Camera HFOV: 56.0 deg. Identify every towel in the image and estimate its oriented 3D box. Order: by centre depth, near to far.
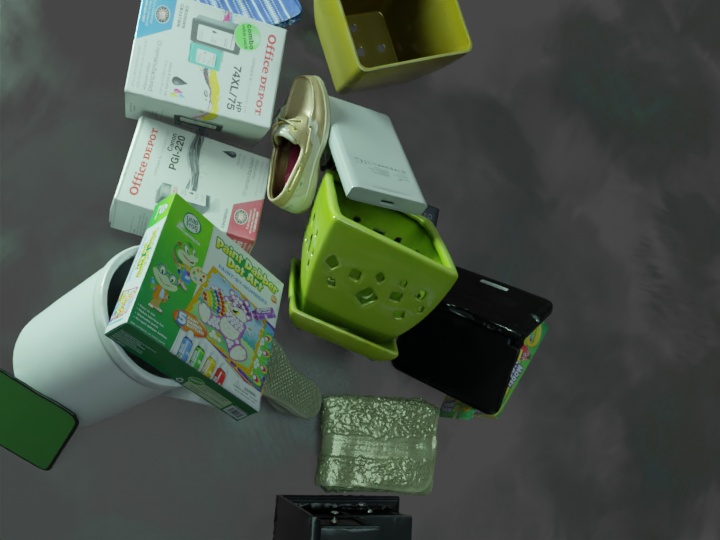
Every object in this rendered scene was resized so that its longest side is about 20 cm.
[{"bbox_3d":[0.029,0.265,1.036,0.196,0.036,0.152,8,77,-19],"label":"towel"},{"bbox_3d":[-0.203,-0.441,1.083,0.198,0.024,0.147,-27,90,-22],"label":"towel"}]

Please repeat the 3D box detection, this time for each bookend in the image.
[{"bbox_3d":[-0.004,0.366,0.918,0.195,0.200,0.094,7,78,-18],"label":"bookend"}]

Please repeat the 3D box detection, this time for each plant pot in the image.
[{"bbox_3d":[0.000,0.000,0.975,0.197,0.200,0.183,23,111,-16],"label":"plant pot"},{"bbox_3d":[0.027,-0.387,1.076,0.197,0.176,0.204,-17,86,-23],"label":"plant pot"}]

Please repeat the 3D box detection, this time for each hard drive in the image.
[{"bbox_3d":[0.014,-0.172,0.999,0.130,0.026,0.202,10,44,-32],"label":"hard drive"}]

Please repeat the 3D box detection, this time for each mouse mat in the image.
[{"bbox_3d":[-0.446,0.163,0.823,0.199,0.161,0.008,37,38,-10],"label":"mouse mat"}]

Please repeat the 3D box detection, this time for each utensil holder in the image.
[{"bbox_3d":[-0.301,0.087,0.829,0.169,0.198,0.172,38,39,-39],"label":"utensil holder"}]

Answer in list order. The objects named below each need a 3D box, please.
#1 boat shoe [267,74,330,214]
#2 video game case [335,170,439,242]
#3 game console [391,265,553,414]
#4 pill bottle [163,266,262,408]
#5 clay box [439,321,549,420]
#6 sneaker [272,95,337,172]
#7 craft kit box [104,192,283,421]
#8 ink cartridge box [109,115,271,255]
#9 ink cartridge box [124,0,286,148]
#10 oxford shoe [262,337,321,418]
[{"bbox_3d":[-0.093,-0.186,0.969,0.069,0.073,0.204,9,85,-52],"label":"boat shoe"},{"bbox_3d":[0.026,-0.064,1.103,0.197,0.019,0.146,18,75,-17],"label":"video game case"},{"bbox_3d":[0.172,0.099,1.059,0.175,0.198,0.118,-31,131,-42],"label":"game console"},{"bbox_3d":[-0.206,0.082,0.941,0.109,0.111,0.204,16,75,-16],"label":"pill bottle"},{"bbox_3d":[0.209,0.161,1.078,0.047,0.115,0.201,38,71,-11],"label":"clay box"},{"bbox_3d":[-0.051,-0.184,1.058,0.198,0.074,0.089,30,51,-4],"label":"sneaker"},{"bbox_3d":[-0.184,0.043,0.809,0.200,0.048,0.200,43,34,-34],"label":"craft kit box"},{"bbox_3d":[-0.238,-0.112,0.965,0.197,0.085,0.148,16,61,-15],"label":"ink cartridge box"},{"bbox_3d":[-0.223,-0.281,0.972,0.196,0.146,0.150,11,86,-19],"label":"ink cartridge box"},{"bbox_3d":[-0.126,0.147,0.946,0.201,0.057,0.076,52,49,-41],"label":"oxford shoe"}]
